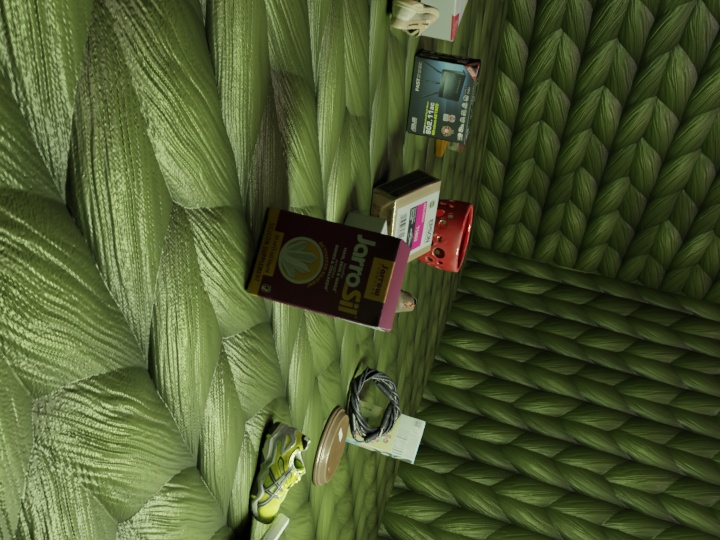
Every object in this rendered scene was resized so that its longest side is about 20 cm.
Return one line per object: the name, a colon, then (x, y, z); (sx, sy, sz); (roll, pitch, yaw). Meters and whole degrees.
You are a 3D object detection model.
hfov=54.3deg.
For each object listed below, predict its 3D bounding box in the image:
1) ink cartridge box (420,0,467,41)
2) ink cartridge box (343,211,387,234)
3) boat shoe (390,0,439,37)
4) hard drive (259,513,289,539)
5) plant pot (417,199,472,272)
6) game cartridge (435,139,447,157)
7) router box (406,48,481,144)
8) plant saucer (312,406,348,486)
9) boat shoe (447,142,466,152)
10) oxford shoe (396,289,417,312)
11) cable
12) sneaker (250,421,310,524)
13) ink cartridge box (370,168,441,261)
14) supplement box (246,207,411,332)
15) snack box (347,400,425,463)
ink cartridge box: (0.201, -0.650, 1.596); (0.145, 0.083, 0.200); (82, 26, -60)
ink cartridge box: (0.000, 0.000, 1.442); (0.200, 0.083, 0.145); (81, 25, -58)
boat shoe: (0.103, -0.500, 1.389); (0.200, 0.072, 0.065); (-37, 148, -66)
hard drive: (-0.197, 0.520, 1.206); (0.132, 0.026, 0.200); (-59, 172, 20)
plant pot: (0.213, -0.112, 2.001); (0.200, 0.182, 0.201); (15, 90, -77)
game cartridge: (0.272, -0.479, 2.196); (0.200, 0.032, 0.177); (84, 24, -54)
router box: (0.199, -0.417, 1.689); (0.062, 0.149, 0.200); (-59, 158, -51)
plant saucer: (-0.070, 0.438, 1.740); (0.200, 0.029, 0.201); (14, 90, -76)
boat shoe: (0.327, -0.502, 2.368); (0.073, 0.063, 0.201); (-16, 120, -45)
oxford shoe: (0.123, 0.091, 2.075); (0.200, 0.075, 0.071); (-26, 130, -73)
cable: (0.039, 0.354, 1.874); (0.163, 0.051, 0.201); (-8, 95, -31)
sneaker: (-0.143, 0.371, 1.252); (0.075, 0.076, 0.201); (-46, 151, -68)
ink cartridge box: (0.099, -0.115, 1.633); (0.165, 0.075, 0.200); (-27, 135, -38)
supplement box: (-0.043, 0.000, 1.008); (0.103, 0.199, 0.131); (32, 71, -77)
snack box: (0.067, 0.444, 1.938); (0.037, 0.199, 0.116); (88, 21, -60)
